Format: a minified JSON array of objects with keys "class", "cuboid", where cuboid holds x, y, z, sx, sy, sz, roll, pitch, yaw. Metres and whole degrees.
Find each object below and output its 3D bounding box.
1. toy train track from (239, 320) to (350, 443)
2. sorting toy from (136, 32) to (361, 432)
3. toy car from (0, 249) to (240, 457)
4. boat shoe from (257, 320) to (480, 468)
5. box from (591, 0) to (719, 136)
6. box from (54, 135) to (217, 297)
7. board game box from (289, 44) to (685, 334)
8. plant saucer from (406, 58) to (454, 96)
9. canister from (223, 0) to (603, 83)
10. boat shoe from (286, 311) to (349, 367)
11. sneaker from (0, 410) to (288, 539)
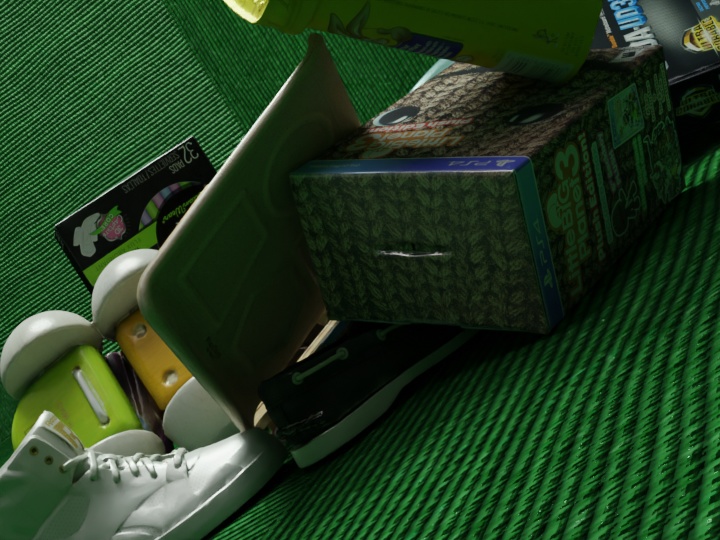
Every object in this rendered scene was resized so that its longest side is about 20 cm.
[{"class":"toy train track","cuboid":[-0.018,0.058,0.924,0.201,0.032,0.115,-52,11,-9]},{"class":"sorting toy","cuboid":[-0.055,-0.019,0.843,0.201,0.036,0.186,-59,-27,-17]},{"class":"toy car","cuboid":[-0.167,0.100,1.047,0.199,0.176,0.150,-34,-29,-7]},{"class":"boat shoe","cuboid":[0.016,0.044,0.857,0.199,0.061,0.074,-37,5,-32]},{"class":"box","cuboid":[0.219,-0.165,1.033,0.157,0.046,0.201,-19,31,12]},{"class":"box","cuboid":[-0.159,0.009,1.213,0.148,0.201,0.124,-34,6,-12]},{"class":"board game box","cuboid":[0.083,-0.055,0.835,0.158,0.098,0.200,2,28,37]},{"class":"plant saucer","cuboid":[0.064,-0.117,1.064,0.200,0.036,0.201,-46,19,20]},{"class":"canister","cuboid":[0.027,-0.175,0.808,0.197,0.088,0.149,9,17,-22]},{"class":"boat shoe","cuboid":[-0.006,-0.003,1.004,0.204,0.074,0.075,-62,-7,4]},{"class":"sneaker","cuboid":[-0.152,0.128,0.841,0.199,0.116,0.074,-33,3,-4]}]
